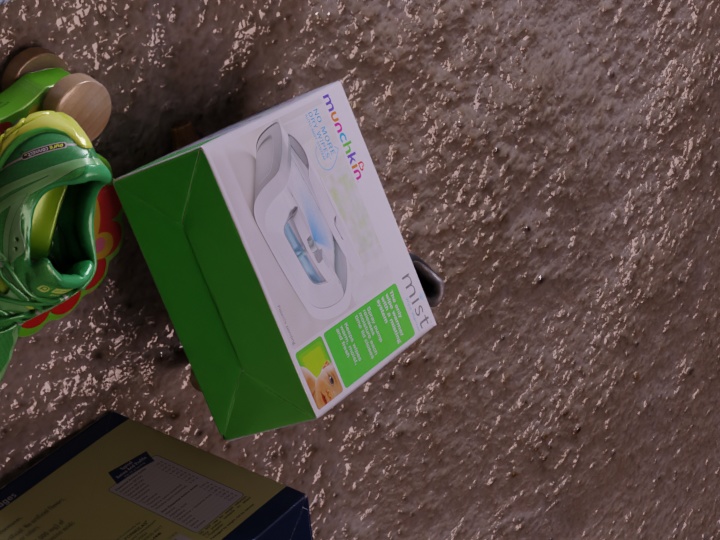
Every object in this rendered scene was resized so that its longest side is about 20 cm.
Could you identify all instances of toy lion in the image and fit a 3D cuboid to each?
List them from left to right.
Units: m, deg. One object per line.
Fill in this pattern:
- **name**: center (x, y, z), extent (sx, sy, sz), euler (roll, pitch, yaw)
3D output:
- **toy lion**: center (-0.241, -0.038, 1.031), extent (0.199, 0.068, 0.193), euler (-23, 131, -40)

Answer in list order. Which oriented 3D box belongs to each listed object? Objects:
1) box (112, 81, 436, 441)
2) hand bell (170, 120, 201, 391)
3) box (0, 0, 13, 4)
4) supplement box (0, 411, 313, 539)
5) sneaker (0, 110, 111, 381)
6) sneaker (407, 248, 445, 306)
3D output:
- **box**: center (-0.057, -0.009, 1.117), extent (0.176, 0.096, 0.201), euler (-32, 103, -51)
- **hand bell**: center (-0.110, -0.017, 1.183), extent (0.104, 0.104, 0.201), euler (-33, 117, -34)
- **box**: center (-0.215, -0.271, 0.957), extent (0.137, 0.040, 0.201), euler (-28, 127, -39)
- **supplement box**: center (-0.167, 0.230, 1.110), extent (0.200, 0.199, 0.135), euler (-35, 131, -42)
- **sneaker**: center (-0.216, 0.000, 0.972), extent (0.074, 0.083, 0.201), euler (-3, 125, -52)
- **sneaker**: center (0.000, 0.000, 1.296), extent (0.199, 0.082, 0.078), euler (2, 107, -49)
